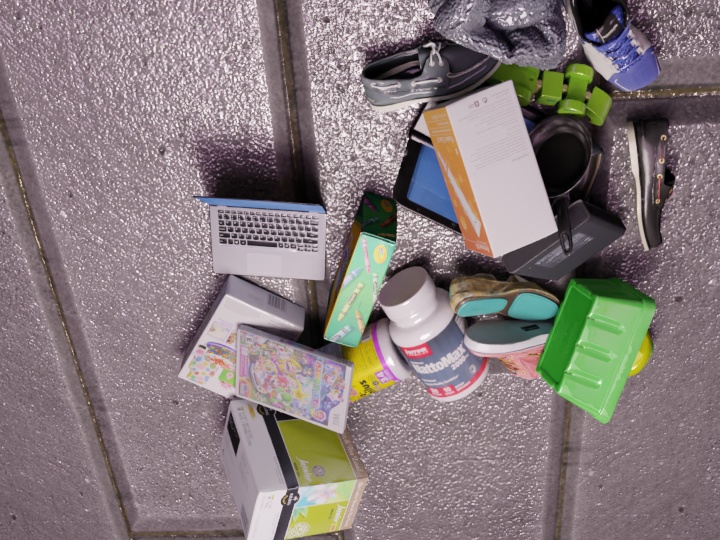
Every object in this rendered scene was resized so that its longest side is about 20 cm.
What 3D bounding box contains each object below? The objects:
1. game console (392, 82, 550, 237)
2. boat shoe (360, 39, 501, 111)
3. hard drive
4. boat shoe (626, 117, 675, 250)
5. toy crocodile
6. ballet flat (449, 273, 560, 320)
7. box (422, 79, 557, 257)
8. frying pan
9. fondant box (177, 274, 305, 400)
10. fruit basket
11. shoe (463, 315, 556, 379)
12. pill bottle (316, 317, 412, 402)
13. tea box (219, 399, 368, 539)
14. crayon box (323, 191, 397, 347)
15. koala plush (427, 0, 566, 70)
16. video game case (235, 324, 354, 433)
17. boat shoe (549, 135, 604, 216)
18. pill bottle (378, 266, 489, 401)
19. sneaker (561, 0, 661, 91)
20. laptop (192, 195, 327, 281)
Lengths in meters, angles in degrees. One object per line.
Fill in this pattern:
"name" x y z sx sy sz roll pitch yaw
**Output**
"game console" 0.167 -0.152 1.209 0.197 0.117 0.177 24 122 -13
"boat shoe" 0.092 -0.271 1.153 0.196 0.074 0.062 -14 144 19
"hard drive" 0.300 -0.038 1.250 0.139 0.033 0.199 -38 158 23
"boat shoe" 0.422 -0.121 1.241 0.062 0.074 0.205 -6 119 16
"toy crocodile" 0.252 -0.250 1.178 0.195 0.062 0.069 14 82 -5
"ballet flat" 0.226 0.036 1.353 0.196 0.071 0.072 2 126 -24
"box" 0.169 -0.134 1.139 0.096 0.124 0.204 -21 100 -7
"frying pan" 0.278 -0.124 1.149 0.115 0.192 0.031 -42 145 25
"fondant box" -0.199 0.121 1.438 0.142 0.059 0.201 25 120 -17
"fruit basket" 0.396 0.122 1.346 0.210 0.156 0.221 -4 107 -12
"shoe" 0.243 0.131 1.377 0.196 0.071 0.093 -6 122 -31
"pill bottle" -0.018 0.164 1.432 0.197 0.105 0.105 -26 119 19
"tea box" -0.116 0.328 1.453 0.193 0.201 0.136 -1 128 -24
"crayon box" 0.000 0.000 1.315 0.057 0.120 0.203 16 123 -8
"koala plush" 0.200 -0.366 1.042 0.180 0.178 0.203 19 116 -11
"video game case" -0.110 0.176 1.390 0.196 0.018 0.146 17 125 13
"boat shoe" 0.299 -0.103 1.250 0.074 0.061 0.203 -17 134 -24
"pill bottle" 0.114 0.099 1.375 0.118 0.121 0.201 -25 118 18
"sneaker" 0.315 -0.302 1.104 0.080 0.116 0.200 -32 116 23
"laptop" -0.146 -0.045 1.296 0.182 0.117 0.204 4 124 1
